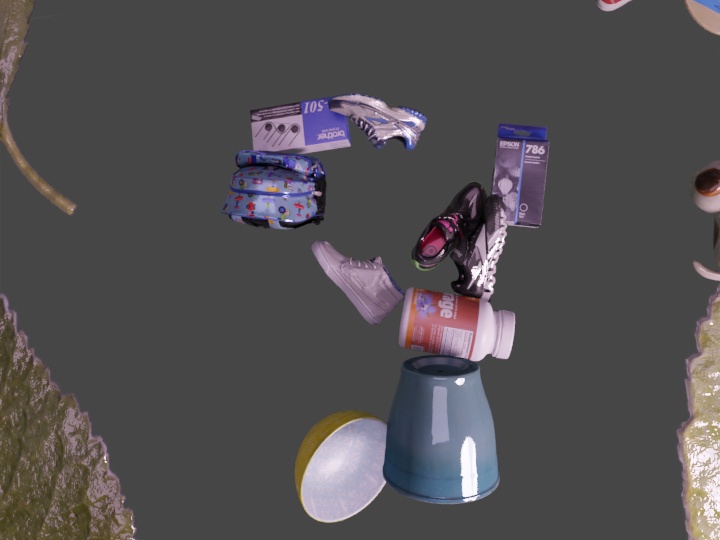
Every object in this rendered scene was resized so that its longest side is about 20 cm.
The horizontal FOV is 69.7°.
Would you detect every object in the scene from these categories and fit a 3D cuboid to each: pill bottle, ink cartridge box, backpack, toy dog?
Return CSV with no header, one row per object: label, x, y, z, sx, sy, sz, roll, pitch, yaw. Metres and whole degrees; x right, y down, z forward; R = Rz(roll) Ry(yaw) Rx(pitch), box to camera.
pill bottle,0.174,0.101,0.944,0.196,0.112,0.114,9,85,8
ink cartridge box,0.304,-0.188,0.993,0.098,0.039,0.204,5,84,9
backpack,-0.162,-0.149,0.961,0.179,0.200,0.137,9,104,9
ink cartridge box,-0.123,-0.291,1.059,0.196,0.044,0.096,-7,85,7
toy dog,0.660,-0.099,0.901,0.193,0.139,0.203,-32,80,41

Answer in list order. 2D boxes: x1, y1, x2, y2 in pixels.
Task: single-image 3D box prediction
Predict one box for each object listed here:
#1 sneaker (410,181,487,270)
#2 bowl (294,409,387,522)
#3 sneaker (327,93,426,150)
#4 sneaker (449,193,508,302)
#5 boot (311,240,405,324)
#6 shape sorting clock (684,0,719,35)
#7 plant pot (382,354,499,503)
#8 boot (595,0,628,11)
sneaker,0.172,-0.081,0.976,0.076,0.084,0.201,38,90,9
bowl,-0.044,0.333,0.940,0.107,0.199,0.202,26,87,51
sneaker,0.029,-0.286,1.008,0.197,0.077,0.087,13,99,-8
sneaker,0.212,-0.041,0.949,0.089,0.067,0.204,6,102,-9
boot,0.000,0.000,0.993,0.095,0.074,0.201,-41,89,16
shape sorting clock,0.705,-0.542,0.973,0.196,0.039,0.204,0,88,2
plant pot,0.133,0.250,0.871,0.196,0.200,0.192,-1,96,8
boot,0.543,-0.581,0.948,0.198,0.144,0.073,-32,79,2
